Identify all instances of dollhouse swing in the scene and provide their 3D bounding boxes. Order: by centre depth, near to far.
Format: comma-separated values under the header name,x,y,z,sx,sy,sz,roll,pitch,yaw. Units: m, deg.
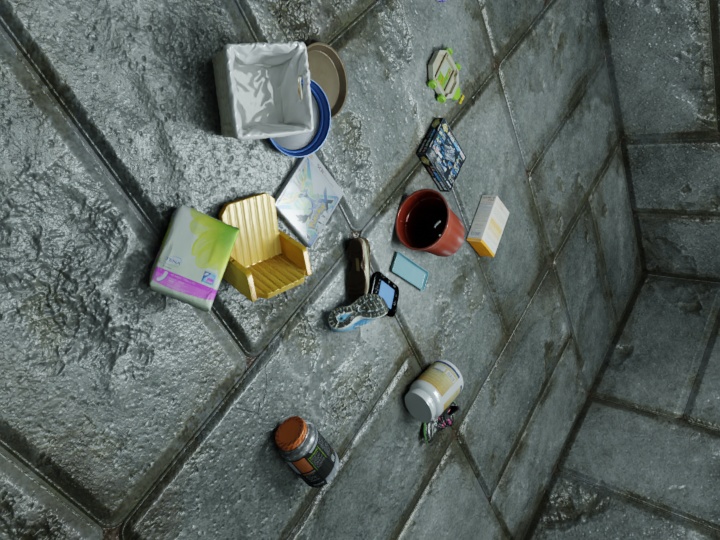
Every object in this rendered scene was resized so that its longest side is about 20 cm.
name,x,y,z,sx,sy,sz,roll,pitch,yaw
dollhouse swing,-0.235,-0.067,1.446,0.197,0.180,0.180,-23,133,-41

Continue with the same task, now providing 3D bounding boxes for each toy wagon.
name,x,y,z,sx,sy,sz,roll,pitch,yaw
toy wagon,0.298,-0.657,2.012,0.200,0.039,0.158,44,65,-42

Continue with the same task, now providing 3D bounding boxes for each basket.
name,x,y,z,sx,sy,sz,roll,pitch,yaw
basket,-0.228,-0.414,1.357,0.195,0.160,0.205,-12,106,-25

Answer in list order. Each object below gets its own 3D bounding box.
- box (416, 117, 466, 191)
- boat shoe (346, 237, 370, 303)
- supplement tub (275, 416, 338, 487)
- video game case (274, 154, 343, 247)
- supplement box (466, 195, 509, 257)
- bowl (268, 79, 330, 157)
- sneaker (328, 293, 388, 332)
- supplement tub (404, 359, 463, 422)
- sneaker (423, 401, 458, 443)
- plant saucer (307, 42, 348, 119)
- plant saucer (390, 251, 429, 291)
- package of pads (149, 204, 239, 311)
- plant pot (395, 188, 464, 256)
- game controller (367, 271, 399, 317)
name,x,y,z,sx,sy,sz,roll,pitch,yaw
box,0.287,-0.401,2.034,0.200,0.045,0.162,46,63,-41
boat shoe,0.005,0.001,1.778,0.074,0.073,0.209,-23,120,-60
supplement tub,-0.153,0.511,1.649,0.123,0.120,0.202,-51,130,-28
video game case,-0.143,-0.200,1.619,0.183,0.022,0.203,49,62,-40
supplement box,0.500,-0.174,2.281,0.126,0.072,0.205,38,69,-43
bowl,-0.169,-0.401,1.520,0.196,0.039,0.207,-11,108,-34
sneaker,-0.009,0.132,1.752,0.194,0.090,0.080,-15,69,-17
supplement tub,0.261,0.428,2.068,0.198,0.142,0.148,-34,120,-38
sneaker,0.300,0.558,2.174,0.200,0.082,0.078,-48,127,-31
plant saucer,-0.111,-0.516,1.599,0.197,0.029,0.207,-11,105,-45
plant saucer,0.169,0.004,1.993,0.198,0.019,0.072,31,73,-46
package of pads,-0.380,-0.029,1.320,0.151,0.068,0.205,23,80,-18
plant pot,0.246,-0.142,1.940,0.194,0.196,0.207,21,81,-54
game controller,0.076,0.077,1.861,0.199,0.041,0.107,37,71,-58
